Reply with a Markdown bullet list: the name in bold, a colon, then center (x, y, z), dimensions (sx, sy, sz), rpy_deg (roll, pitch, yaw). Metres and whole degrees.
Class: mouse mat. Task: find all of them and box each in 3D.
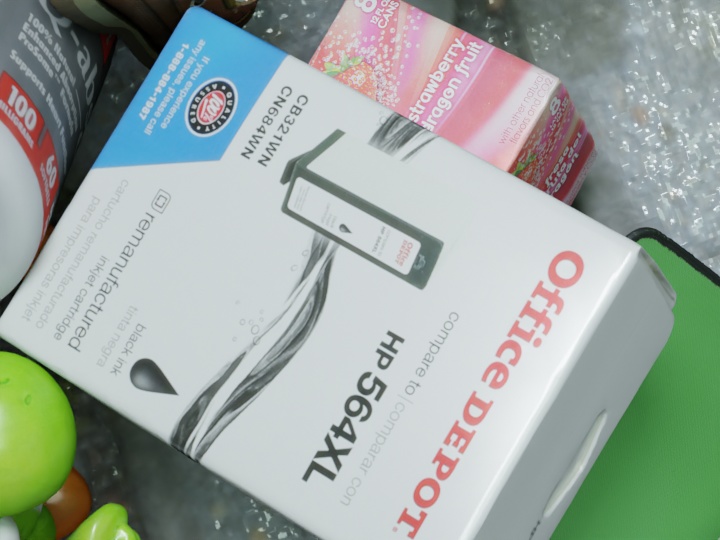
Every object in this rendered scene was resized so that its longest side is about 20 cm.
- **mouse mat**: center (0.116, 0.100, 1.008), dimensions (0.161, 0.008, 0.201), rpy_deg (34, 81, -38)

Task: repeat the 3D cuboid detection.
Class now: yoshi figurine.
- **yoshi figurine**: center (-0.140, 0.073, 0.934), dimensions (0.112, 0.200, 0.113), rpy_deg (0, 92, -2)

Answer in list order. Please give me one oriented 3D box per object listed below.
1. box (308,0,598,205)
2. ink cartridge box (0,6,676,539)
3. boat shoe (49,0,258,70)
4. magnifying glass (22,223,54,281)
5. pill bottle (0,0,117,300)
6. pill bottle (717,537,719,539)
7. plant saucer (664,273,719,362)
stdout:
- **box**: center (0.000, 0.000, 0.993), dimensions (0.102, 0.095, 0.201), rpy_deg (29, 84, 21)
- **ink cartridge box**: center (-0.007, 0.017, 0.893), dimensions (0.199, 0.084, 0.147), rpy_deg (29, 84, 22)
- **boat shoe**: center (-0.063, -0.119, 0.953), dimensions (0.068, 0.200, 0.072), rpy_deg (-12, 92, 13)
- **magnifying glass**: center (-0.191, -0.065, 1.031), dimensions (0.080, 0.022, 0.200), rpy_deg (-43, 92, -6)
- **pill bottle**: center (-0.156, -0.082, 0.940), dimensions (0.115, 0.201, 0.116), rpy_deg (5, 129, 6)
- **pill bottle**: center (0.136, 0.195, 0.952), dimensions (0.112, 0.113, 0.200), rpy_deg (37, 52, -2)
- **plant saucer**: center (0.079, 0.092, 0.998), dimensions (0.199, 0.027, 0.202), rpy_deg (-11, 109, -34)
